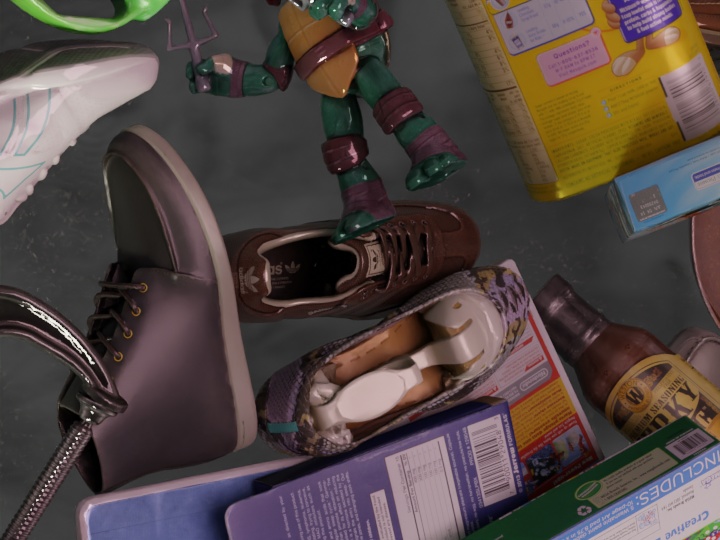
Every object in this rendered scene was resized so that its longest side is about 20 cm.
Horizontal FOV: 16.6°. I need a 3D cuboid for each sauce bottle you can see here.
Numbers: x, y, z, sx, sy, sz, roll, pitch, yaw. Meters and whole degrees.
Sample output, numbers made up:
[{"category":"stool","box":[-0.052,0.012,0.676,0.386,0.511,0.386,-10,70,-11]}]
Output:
[{"category":"sauce bottle","box":[0.186,0.082,1.553,0.200,0.065,0.065,39,70,9]}]

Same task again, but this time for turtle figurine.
[{"category":"turtle figurine","box":[-0.023,-0.125,1.411,0.100,0.150,0.201,-26,82,-34]}]

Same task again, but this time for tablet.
[{"category":"tablet","box":[-0.070,0.180,1.436,0.199,0.014,0.131,-9,97,-30]}]

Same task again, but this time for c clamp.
[{"category":"c clamp","box":[-0.198,0.114,1.359,0.170,0.027,0.201,26,99,-11]}]

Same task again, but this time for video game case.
[{"category":"video game case","box":[0.078,0.114,1.525,0.142,0.017,0.201,-31,103,-24]}]

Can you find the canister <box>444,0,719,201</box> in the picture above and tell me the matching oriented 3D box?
[{"category":"canister","box":[0.130,-0.159,1.516,0.148,0.087,0.201,-21,109,11]}]

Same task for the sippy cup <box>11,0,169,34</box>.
[{"category":"sippy cup","box":[-0.135,-0.230,1.364,0.130,0.140,0.179,35,41,-16]}]

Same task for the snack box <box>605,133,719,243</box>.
[{"category":"snack box","box":[0.211,-0.057,1.511,0.115,0.200,0.037,-22,87,4]}]

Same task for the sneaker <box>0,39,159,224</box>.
[{"category":"sneaker","box":[-0.200,-0.073,1.366,0.199,0.070,0.081,-23,112,-22]}]

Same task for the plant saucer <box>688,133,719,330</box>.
[{"category":"plant saucer","box":[0.295,-0.028,1.674,0.199,0.034,0.202,-1,91,-31]}]

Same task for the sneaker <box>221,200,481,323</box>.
[{"category":"sneaker","box":[0.000,0.000,1.475,0.199,0.075,0.071,-11,97,-30]}]

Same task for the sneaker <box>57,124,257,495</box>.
[{"category":"sneaker","box":[-0.131,0.025,1.399,0.106,0.075,0.202,-21,103,-28]}]

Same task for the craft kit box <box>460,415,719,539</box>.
[{"category":"craft kit box","box":[0.142,0.215,1.501,0.199,0.048,0.199,-26,123,-20]}]

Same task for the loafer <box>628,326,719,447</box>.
[{"category":"loafer","box":[0.207,0.136,1.606,0.070,0.070,0.202,19,82,-30]}]

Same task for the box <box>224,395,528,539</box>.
[{"category":"box","box":[0.011,0.161,1.457,0.199,0.032,0.122,-18,102,-28]}]

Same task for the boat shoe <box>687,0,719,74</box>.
[{"category":"boat shoe","box":[0.258,-0.167,1.633,0.199,0.072,0.069,4,83,-38]}]

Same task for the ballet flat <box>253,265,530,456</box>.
[{"category":"ballet flat","box":[0.033,0.056,1.455,0.199,0.072,0.073,-27,105,-25]}]
